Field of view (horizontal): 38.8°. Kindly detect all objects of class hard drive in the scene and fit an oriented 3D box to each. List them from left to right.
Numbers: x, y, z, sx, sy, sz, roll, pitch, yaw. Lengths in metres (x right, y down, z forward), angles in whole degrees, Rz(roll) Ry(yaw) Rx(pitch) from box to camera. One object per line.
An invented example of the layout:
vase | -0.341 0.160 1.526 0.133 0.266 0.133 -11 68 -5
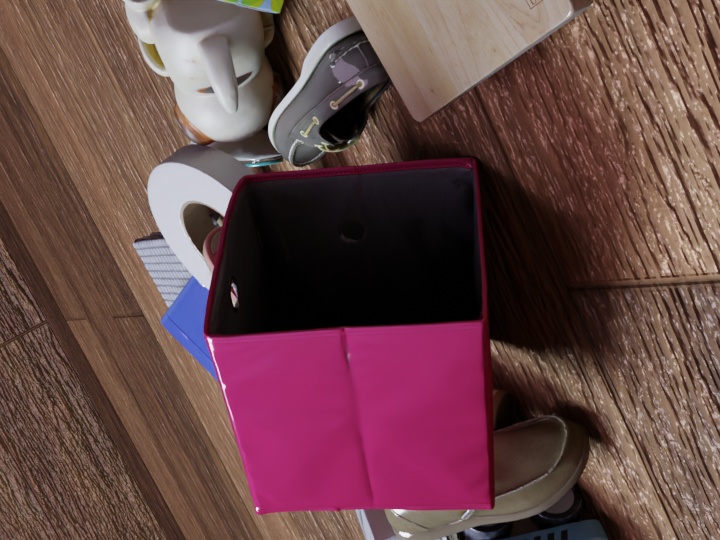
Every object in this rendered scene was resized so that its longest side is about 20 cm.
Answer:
hard drive | -0.152 0.046 1.243 0.132 0.025 0.200 44 127 4

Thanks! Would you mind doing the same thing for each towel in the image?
towel | -0.205 0.011 1.365 0.200 0.085 0.166 -3 116 60

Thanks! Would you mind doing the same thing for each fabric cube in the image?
fabric cube | 0.003 0.052 0.805 0.197 0.199 0.200 -86 -10 -49

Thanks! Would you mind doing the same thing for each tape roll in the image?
tape roll | -0.135 -0.037 1.051 0.202 0.037 0.203 31 147 23

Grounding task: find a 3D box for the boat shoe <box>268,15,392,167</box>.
boat shoe | -0.026 -0.138 0.883 0.060 0.072 0.202 59 152 11

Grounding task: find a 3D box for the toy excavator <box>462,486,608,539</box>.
toy excavator | 0.194 0.287 0.887 0.200 0.194 0.100 -106 8 -48

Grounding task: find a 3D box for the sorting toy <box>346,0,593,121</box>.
sorting toy | 0.054 -0.223 0.645 0.200 0.069 0.199 60 155 -3

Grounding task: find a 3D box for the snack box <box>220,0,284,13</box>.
snack box | -0.066 -0.292 0.645 0.169 0.067 0.200 -110 36 -49

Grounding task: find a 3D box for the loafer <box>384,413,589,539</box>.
loafer | 0.100 0.176 0.875 0.067 0.200 0.076 46 -157 -35

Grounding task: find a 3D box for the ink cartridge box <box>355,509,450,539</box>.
ink cartridge box | 0.038 0.252 1.003 0.200 0.066 0.116 -118 12 -56

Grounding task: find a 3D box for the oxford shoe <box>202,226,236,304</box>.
oxford shoe | -0.089 0.044 0.986 0.200 0.071 0.074 51 144 -16

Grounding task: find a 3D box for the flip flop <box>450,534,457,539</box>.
flip flop | 0.063 0.291 1.200 0.200 0.057 0.081 38 148 38

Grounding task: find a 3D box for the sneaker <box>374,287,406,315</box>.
sneaker | 0.000 0.000 0.988 0.200 0.074 0.080 2 114 61

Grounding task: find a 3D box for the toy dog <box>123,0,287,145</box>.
toy dog | -0.126 -0.201 0.938 0.194 0.139 0.200 57 169 23

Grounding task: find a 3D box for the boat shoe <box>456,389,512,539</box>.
boat shoe | 0.105 0.186 0.979 0.066 0.072 0.201 19 132 23

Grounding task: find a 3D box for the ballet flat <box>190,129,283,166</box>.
ballet flat | -0.144 -0.142 1.116 0.200 0.069 0.070 5 122 61

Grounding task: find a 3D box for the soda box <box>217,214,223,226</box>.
soda box | -0.077 0.001 1.138 0.200 0.064 0.068 56 155 5
